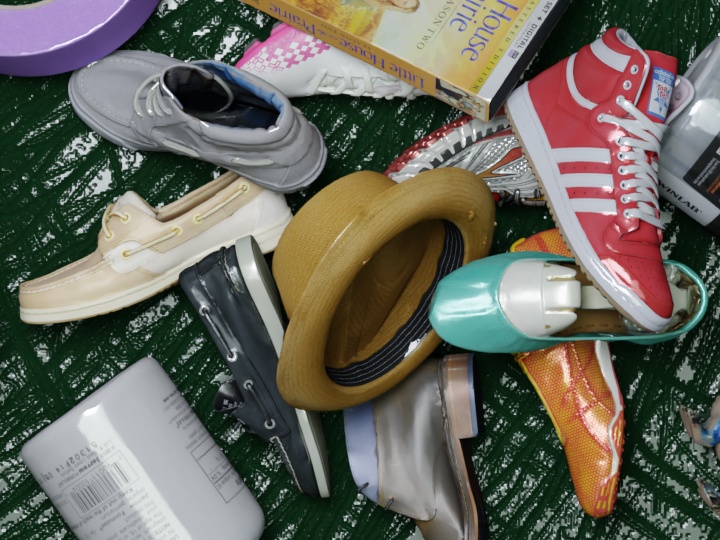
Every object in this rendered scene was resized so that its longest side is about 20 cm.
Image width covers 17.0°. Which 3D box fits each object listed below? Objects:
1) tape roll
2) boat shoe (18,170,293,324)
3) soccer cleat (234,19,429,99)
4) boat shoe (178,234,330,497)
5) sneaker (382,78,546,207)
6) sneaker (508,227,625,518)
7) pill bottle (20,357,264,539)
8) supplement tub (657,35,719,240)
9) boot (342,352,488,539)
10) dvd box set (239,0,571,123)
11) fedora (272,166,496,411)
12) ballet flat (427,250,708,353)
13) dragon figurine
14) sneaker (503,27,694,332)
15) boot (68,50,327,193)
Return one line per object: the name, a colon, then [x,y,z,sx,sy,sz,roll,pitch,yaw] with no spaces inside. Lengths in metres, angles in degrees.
tape roll: [-0.226,-0.235,1.628,0.199,0.066,0.201,-1,82,4]
boat shoe: [-0.145,-0.023,1.647,0.199,0.074,0.069,-21,105,-9]
soccer cleat: [0.012,-0.147,1.645,0.199,0.070,0.087,-23,77,-2]
boat shoe: [-0.072,0.074,1.637,0.066,0.075,0.200,-17,120,4]
sneaker: [0.093,-0.072,1.650,0.199,0.078,0.082,-27,93,0]
sneaker: [0.140,0.073,1.663,0.077,0.073,0.201,-9,81,-1]
pill bottle: [-0.130,0.170,1.635,0.114,0.114,0.200,-35,92,0]
supplement tub: [0.293,-0.060,1.630,0.200,0.123,0.123,36,91,-1]
boot: [0.038,0.159,1.666,0.096,0.075,0.201,-3,82,9]
dvd box set: [0.036,-0.199,1.614,0.199,0.029,0.147,28,66,16]
fedora: [0.000,0.000,1.586,0.201,0.201,0.082,-47,60,1]
ballet flat: [0.143,0.017,1.586,0.199,0.070,0.068,-1,80,-25]
dragon figurine: [0.282,0.129,1.668,0.099,0.059,0.201,-14,91,0]
sneaker: [0.176,-0.066,1.541,0.112,0.071,0.201,-37,60,21]
boot: [-0.119,-0.117,1.606,0.199,0.096,0.074,18,73,21]
